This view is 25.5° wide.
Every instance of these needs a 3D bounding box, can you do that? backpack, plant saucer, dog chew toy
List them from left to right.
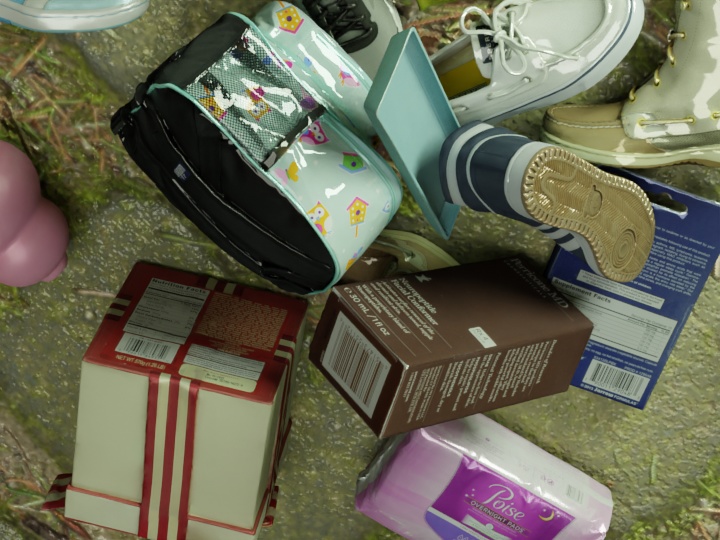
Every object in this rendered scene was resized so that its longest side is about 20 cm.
[{"bbox_3d":[-0.317,-0.064,1.285,0.124,0.125,0.200,-35,116,25],"label":"dog chew toy"},{"bbox_3d":[-0.063,-0.085,1.176,0.201,0.153,0.176,51,155,-5],"label":"backpack"},{"bbox_3d":[0.044,-0.095,1.140,0.019,0.070,0.200,15,162,22],"label":"plant saucer"}]

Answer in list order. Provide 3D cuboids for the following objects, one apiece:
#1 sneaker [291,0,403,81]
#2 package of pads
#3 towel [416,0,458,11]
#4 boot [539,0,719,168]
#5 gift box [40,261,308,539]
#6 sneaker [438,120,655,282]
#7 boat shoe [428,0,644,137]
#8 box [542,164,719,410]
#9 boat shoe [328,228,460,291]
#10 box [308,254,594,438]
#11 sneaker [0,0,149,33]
[{"bbox_3d":[-0.027,-0.209,1.170,0.073,0.080,0.201,-18,115,17],"label":"sneaker"},{"bbox_3d":[0.106,0.195,1.373,0.199,0.076,0.121,30,121,-7],"label":"package of pads"},{"bbox_3d":[0.059,-0.232,1.099,0.085,0.018,0.200,-4,163,13],"label":"towel"},{"bbox_3d":[0.227,-0.155,1.158,0.198,0.072,0.156,2,116,16],"label":"boot"},{"bbox_3d":[-0.153,0.130,1.318,0.183,0.200,0.188,15,122,7],"label":"gift box"},{"bbox_3d":[0.136,-0.054,1.182,0.108,0.199,0.071,19,84,40],"label":"sneaker"},{"bbox_3d":[0.104,-0.161,1.154,0.201,0.075,0.086,-22,154,32],"label":"boat shoe"},{"bbox_3d":[0.209,0.009,1.275,0.120,0.032,0.201,20,122,-1],"label":"box"},{"bbox_3d":[0.000,0.000,1.290,0.198,0.063,0.074,22,120,-3],"label":"boat shoe"},{"bbox_3d":[0.072,0.054,1.214,0.100,0.199,0.075,45,128,35],"label":"box"},{"bbox_3d":[-0.254,-0.255,1.186,0.198,0.080,0.132,9,122,4],"label":"sneaker"}]
